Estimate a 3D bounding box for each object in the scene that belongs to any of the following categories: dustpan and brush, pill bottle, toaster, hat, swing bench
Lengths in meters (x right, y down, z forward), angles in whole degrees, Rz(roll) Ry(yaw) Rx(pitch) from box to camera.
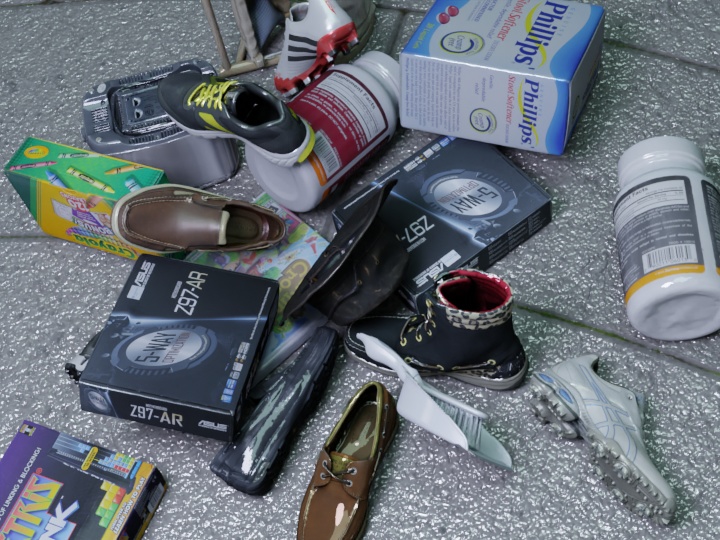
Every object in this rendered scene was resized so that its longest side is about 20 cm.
[{"bbox_3d":[0.065,0.126,1.331,0.199,0.140,0.057,26,87,28],"label":"dustpan and brush"},{"bbox_3d":[-0.031,-0.168,1.546,0.113,0.113,0.200,32,58,26],"label":"pill bottle"},{"bbox_3d":[0.331,-0.036,1.405,0.116,0.117,0.201,-4,56,6],"label":"pill bottle"},{"bbox_3d":[-0.225,-0.165,1.570,0.199,0.129,0.114,-16,57,-1],"label":"toaster"},{"bbox_3d":[0.000,0.000,1.400,0.081,0.201,0.201,38,66,-5],"label":"hat"},{"bbox_3d":[-0.091,-0.351,1.629,0.199,0.199,0.130,1,57,10],"label":"swing bench"}]

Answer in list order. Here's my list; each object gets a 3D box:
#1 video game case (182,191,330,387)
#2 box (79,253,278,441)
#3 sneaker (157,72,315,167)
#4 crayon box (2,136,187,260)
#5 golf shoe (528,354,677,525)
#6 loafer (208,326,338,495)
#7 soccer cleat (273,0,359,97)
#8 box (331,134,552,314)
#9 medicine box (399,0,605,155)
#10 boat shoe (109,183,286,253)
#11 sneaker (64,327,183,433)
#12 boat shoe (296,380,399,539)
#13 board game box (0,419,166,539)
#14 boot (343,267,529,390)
[{"bbox_3d":[-0.121,0.022,1.496,0.200,0.022,0.182,-41,60,-17],"label":"video game case"},{"bbox_3d":[-0.184,0.076,1.379,0.159,0.044,0.200,12,43,5],"label":"box"},{"bbox_3d":[-0.141,-0.183,1.441,0.199,0.085,0.075,21,73,21],"label":"sneaker"},{"bbox_3d":[-0.299,-0.078,1.520,0.199,0.119,0.058,15,59,25],"label":"crayon box"},{"bbox_3d":[0.260,0.158,1.316,0.097,0.078,0.200,-30,58,-18],"label":"golf shoe"},{"bbox_3d":[-0.088,0.138,1.386,0.070,0.068,0.201,25,67,14],"label":"loafer"},{"bbox_3d":[-0.063,-0.273,1.583,0.068,0.200,0.085,-27,89,-24],"label":"soccer cleat"},{"bbox_3d":[0.092,-0.062,1.503,0.200,0.044,0.160,-35,58,-14],"label":"box"},{"bbox_3d":[0.167,-0.239,1.543,0.199,0.103,0.182,12,41,17],"label":"medicine box"},{"bbox_3d":[-0.168,-0.055,1.429,0.075,0.202,0.075,8,97,50],"label":"boat shoe"},{"bbox_3d":[-0.220,0.110,1.427,0.199,0.067,0.091,20,64,23],"label":"sneaker"},{"bbox_3d":[-0.020,0.203,1.332,0.072,0.068,0.201,11,59,16],"label":"boat shoe"},{"bbox_3d":[-0.316,0.269,1.345,0.165,0.057,0.201,16,61,17],"label":"board game box"},{"bbox_3d":[0.072,0.050,1.366,0.203,0.154,0.074,10,58,16],"label":"boot"}]
